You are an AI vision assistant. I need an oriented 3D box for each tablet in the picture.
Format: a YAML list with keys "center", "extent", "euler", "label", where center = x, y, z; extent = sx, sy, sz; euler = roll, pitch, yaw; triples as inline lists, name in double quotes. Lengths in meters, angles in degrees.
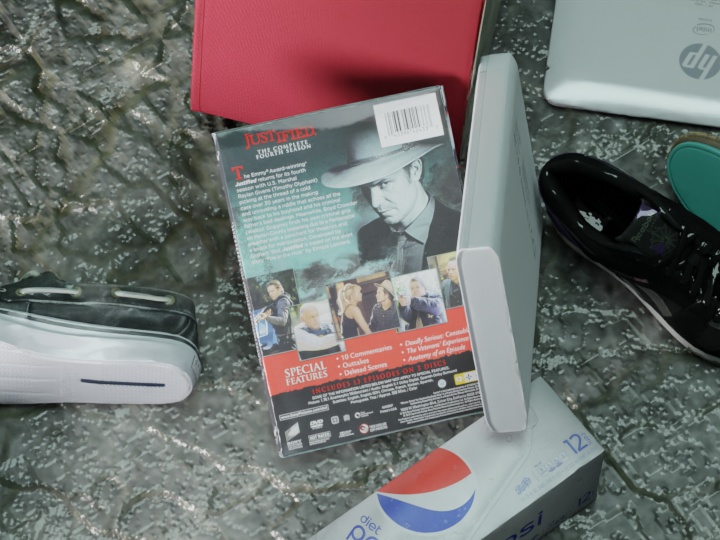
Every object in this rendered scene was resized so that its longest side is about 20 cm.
- center: [0.225, -0.152, 1.773]
  extent: [0.199, 0.014, 0.131]
  euler: [8, 61, 4]
  label: "tablet"

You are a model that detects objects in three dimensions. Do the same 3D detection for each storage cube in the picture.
- center: [0.001, -0.196, 1.691]
  extent: [0.179, 0.201, 0.172]
  euler: [13, 52, 5]
  label: "storage cube"

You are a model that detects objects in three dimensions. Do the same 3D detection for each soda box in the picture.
- center: [0.047, 0.150, 1.571]
  extent: [0.200, 0.068, 0.063]
  euler: [-34, 66, -17]
  label: "soda box"

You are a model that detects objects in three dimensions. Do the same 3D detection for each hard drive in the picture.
- center: [0.084, -0.019, 1.590]
  extent: [0.027, 0.132, 0.200]
  euler: [-5, 36, 10]
  label: "hard drive"

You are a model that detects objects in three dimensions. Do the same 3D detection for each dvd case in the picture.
- center: [0.000, 0.000, 1.626]
  extent: [0.145, 0.022, 0.201]
  euler: [-13, 94, -7]
  label: "dvd case"

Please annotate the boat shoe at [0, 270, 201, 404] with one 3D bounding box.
- center: [-0.196, 0.037, 1.641]
  extent: [0.199, 0.072, 0.071]
  euler: [8, 51, -7]
  label: "boat shoe"

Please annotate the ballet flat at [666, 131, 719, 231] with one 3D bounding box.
- center: [0.279, -0.021, 1.681]
  extent: [0.200, 0.071, 0.065]
  euler: [43, 42, 18]
  label: "ballet flat"

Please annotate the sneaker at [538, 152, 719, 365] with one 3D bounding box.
- center: [0.190, -0.004, 1.637]
  extent: [0.199, 0.088, 0.076]
  euler: [32, 90, 20]
  label: "sneaker"
